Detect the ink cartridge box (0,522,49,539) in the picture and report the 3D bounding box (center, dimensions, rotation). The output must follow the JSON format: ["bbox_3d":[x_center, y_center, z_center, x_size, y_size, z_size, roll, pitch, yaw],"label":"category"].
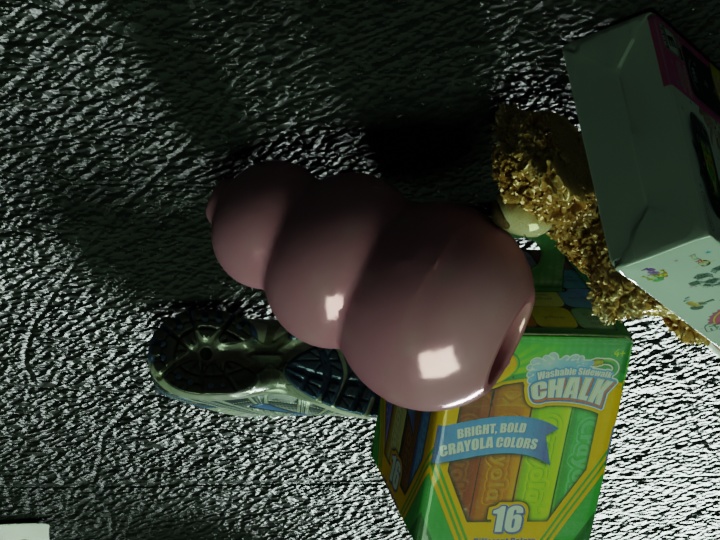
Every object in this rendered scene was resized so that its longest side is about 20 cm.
[{"bbox_3d":[-0.345,0.254,2.157,0.200,0.068,0.116,-3,155,-8],"label":"ink cartridge box"}]

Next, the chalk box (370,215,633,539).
[{"bbox_3d":[0.091,0.061,1.742,0.125,0.124,0.200,1,117,-17],"label":"chalk box"}]

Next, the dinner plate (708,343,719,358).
[{"bbox_3d":[0.336,0.022,1.887,0.200,0.024,0.200,-6,155,-3],"label":"dinner plate"}]

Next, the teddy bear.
[{"bbox_3d":[0.142,-0.022,1.608,0.067,0.145,0.200,-31,152,27],"label":"teddy bear"}]

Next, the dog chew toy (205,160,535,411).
[{"bbox_3d":[0.000,0.000,1.605,0.200,0.125,0.125,26,158,12],"label":"dog chew toy"}]

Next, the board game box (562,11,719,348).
[{"bbox_3d":[0.200,-0.042,1.568,0.064,0.148,0.200,-21,152,23],"label":"board game box"}]

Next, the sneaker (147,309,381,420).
[{"bbox_3d":[-0.050,0.066,1.842,0.200,0.077,0.085,8,162,-13],"label":"sneaker"}]
